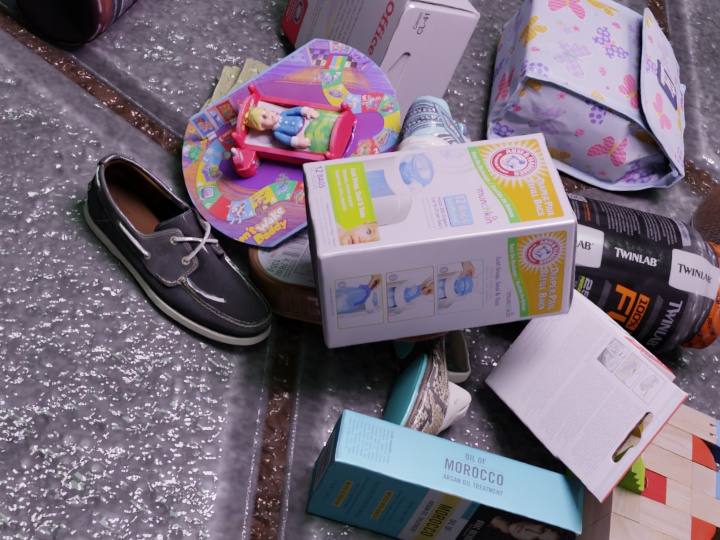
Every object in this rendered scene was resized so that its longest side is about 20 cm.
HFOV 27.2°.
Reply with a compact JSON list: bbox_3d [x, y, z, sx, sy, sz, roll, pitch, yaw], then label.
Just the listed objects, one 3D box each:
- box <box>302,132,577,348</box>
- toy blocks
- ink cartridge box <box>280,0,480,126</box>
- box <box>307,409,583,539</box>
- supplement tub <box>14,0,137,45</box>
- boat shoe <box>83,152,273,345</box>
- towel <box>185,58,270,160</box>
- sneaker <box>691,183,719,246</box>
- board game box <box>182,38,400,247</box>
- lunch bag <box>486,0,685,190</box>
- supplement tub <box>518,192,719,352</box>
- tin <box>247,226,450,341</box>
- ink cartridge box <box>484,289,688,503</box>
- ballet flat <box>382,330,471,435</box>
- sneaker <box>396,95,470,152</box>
[{"bbox_3d":[0.061,-0.025,1.171,0.198,0.102,0.113,-7,44,-4],"label":"box"},{"bbox_3d":[0.251,0.185,1.220,0.136,0.100,0.201,24,52,-16],"label":"toy blocks"},{"bbox_3d":[0.012,-0.235,1.395,0.085,0.148,0.200,2,38,-32],"label":"ink cartridge box"},{"bbox_3d":[0.065,0.175,1.148,0.199,0.082,0.049,17,49,-8],"label":"box"},{"bbox_3d":[-0.237,-0.305,1.407,0.106,0.107,0.200,30,46,4],"label":"supplement tub"},{"bbox_3d":[-0.150,-0.016,1.229,0.200,0.068,0.072,42,48,12],"label":"boat shoe"},{"bbox_3d":[-0.054,-0.114,1.371,0.199,0.037,0.149,22,46,-2],"label":"towel"},{"bbox_3d":[0.374,-0.016,1.463,0.085,0.072,0.201,51,33,-23],"label":"sneaker"},{"bbox_3d":[-0.065,-0.118,1.267,0.199,0.039,0.159,-32,62,2],"label":"board game box"},{"bbox_3d":[0.241,-0.186,1.497,0.199,0.127,0.170,24,48,-12],"label":"lunch bag"},{"bbox_3d":[0.224,0.003,1.330,0.198,0.123,0.123,13,48,-11],"label":"supplement tub"},{"bbox_3d":[0.000,0.000,1.250,0.198,0.042,0.112,11,50,15],"label":"tin"},{"bbox_3d":[0.188,0.101,1.184,0.050,0.109,0.200,34,8,-32],"label":"ink cartridge box"},{"bbox_3d":[0.059,0.082,1.238,0.075,0.068,0.201,23,43,-19],"label":"ballet flat"},{"bbox_3d":[0.081,-0.081,1.295,0.077,0.200,0.087,0,66,15],"label":"sneaker"}]
